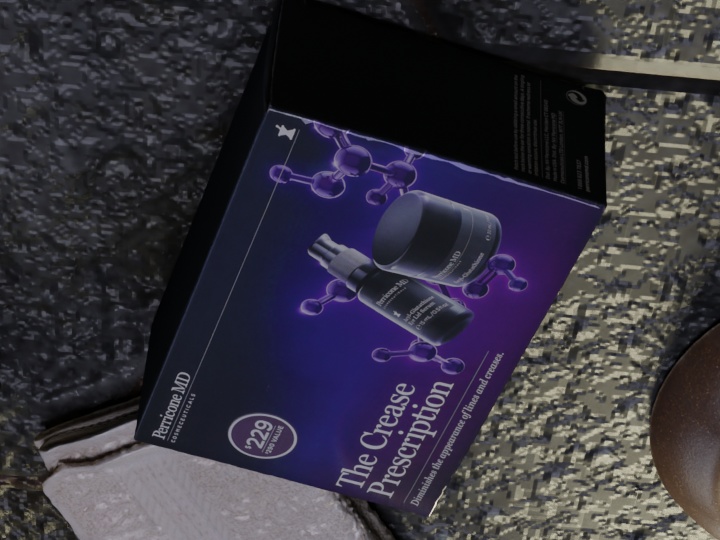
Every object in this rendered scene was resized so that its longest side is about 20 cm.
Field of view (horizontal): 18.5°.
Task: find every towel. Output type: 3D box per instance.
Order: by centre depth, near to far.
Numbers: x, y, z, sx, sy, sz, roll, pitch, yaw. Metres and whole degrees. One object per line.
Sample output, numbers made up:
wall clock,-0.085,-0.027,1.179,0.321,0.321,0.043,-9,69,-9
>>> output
towel,-0.059,0.130,1.073,0.132,0.035,0.200,-20,129,22

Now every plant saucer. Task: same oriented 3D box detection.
plant saucer,0.234,0.084,1.010,0.200,0.037,0.201,1,133,1

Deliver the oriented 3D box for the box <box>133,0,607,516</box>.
box,0.000,0.000,0.918,0.141,0.079,0.200,17,132,-9
